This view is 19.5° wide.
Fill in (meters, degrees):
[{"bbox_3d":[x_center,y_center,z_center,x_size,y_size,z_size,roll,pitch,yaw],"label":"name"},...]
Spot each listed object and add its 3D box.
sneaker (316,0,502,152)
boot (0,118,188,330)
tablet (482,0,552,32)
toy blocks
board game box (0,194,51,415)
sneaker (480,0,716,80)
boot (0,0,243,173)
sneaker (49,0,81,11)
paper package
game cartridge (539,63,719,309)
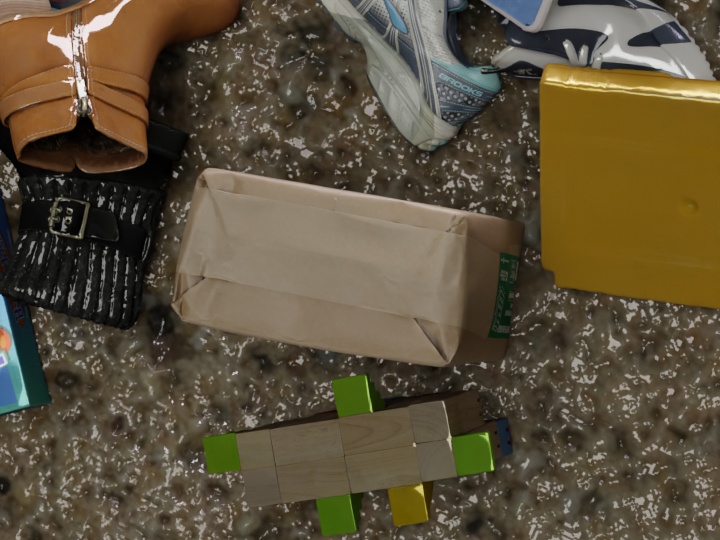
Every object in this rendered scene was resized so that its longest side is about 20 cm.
[{"bbox_3d":[0.028,-0.187,1.449,0.086,0.078,0.200,-32,92,17],"label":"sneaker"},{"bbox_3d":[-0.238,-0.057,1.496,0.210,0.079,0.159,20,94,0],"label":"boot"},{"bbox_3d":[0.109,-0.269,1.351,0.130,0.014,0.201,40,120,37],"label":"tablet"},{"bbox_3d":[0.013,0.117,1.424,0.199,0.137,0.100,-11,89,21],"label":"toy blocks"},{"bbox_3d":[-0.326,0.021,1.549,0.151,0.045,0.201,-16,86,13],"label":"board game box"},{"bbox_3d":[0.151,-0.137,1.400,0.129,0.079,0.200,-27,82,-3],"label":"sneaker"},{"bbox_3d":[-0.161,-0.140,1.436,0.199,0.077,0.156,-2,49,-24],"label":"boot"},{"bbox_3d":[-0.275,-0.248,1.524,0.199,0.079,0.096,30,94,12],"label":"sneaker"},{"bbox_3d":[0.000,0.000,1.389,0.190,0.200,0.104,10,91,14],"label":"paper package"},{"bbox_3d":[0.217,-0.051,1.371,0.199,0.033,0.177,8,132,14],"label":"game cartridge"}]
